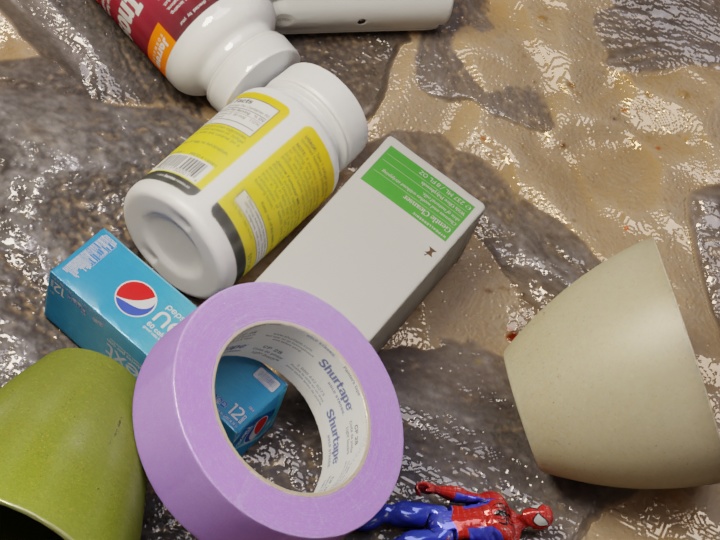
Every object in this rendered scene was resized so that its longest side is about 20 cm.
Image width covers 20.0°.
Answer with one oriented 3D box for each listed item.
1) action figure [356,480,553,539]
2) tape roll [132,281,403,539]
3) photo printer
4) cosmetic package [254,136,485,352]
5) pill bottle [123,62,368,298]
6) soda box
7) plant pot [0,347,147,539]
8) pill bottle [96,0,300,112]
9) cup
[{"bbox_3d":[0.055,0.199,1.582,0.199,0.052,0.066,-2,54,-16],"label":"action figure"},{"bbox_3d":[-0.067,0.112,1.507,0.199,0.066,0.201,18,55,-28],"label":"tape roll"},{"bbox_3d":[-0.028,-0.293,1.857,0.199,0.070,0.167,-3,59,-15],"label":"photo printer"},{"bbox_3d":[0.000,0.000,1.671,0.107,0.085,0.200,36,56,7],"label":"cosmetic package"},{"bbox_3d":[-0.090,-0.078,1.682,0.114,0.114,0.200,39,58,13],"label":"pill bottle"},{"bbox_3d":[-0.155,0.062,1.605,0.200,0.068,0.064,40,57,13],"label":"soda box"},{"bbox_3d":[-0.228,0.156,1.480,0.186,0.188,0.200,21,43,1],"label":"plant pot"},{"bbox_3d":[-0.147,-0.226,1.762,0.113,0.113,0.200,-33,70,-28],"label":"pill bottle"},{"bbox_3d":[0.195,0.090,1.612,0.143,0.200,0.201,-18,61,6],"label":"cup"}]
